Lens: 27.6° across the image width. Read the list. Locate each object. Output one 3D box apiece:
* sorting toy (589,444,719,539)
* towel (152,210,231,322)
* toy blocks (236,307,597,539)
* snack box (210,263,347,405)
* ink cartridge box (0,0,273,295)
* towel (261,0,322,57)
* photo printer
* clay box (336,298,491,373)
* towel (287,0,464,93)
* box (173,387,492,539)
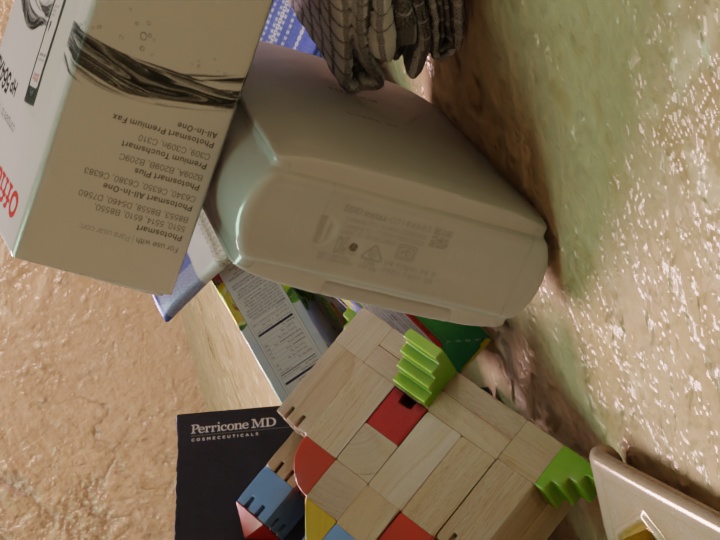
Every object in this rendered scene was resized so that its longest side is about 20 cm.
[{"bbox_3d":[0.151,0.185,0.622,0.200,0.036,0.187,-148,42,-73],"label":"sorting toy"},{"bbox_3d":[-0.085,-0.081,0.965,0.024,0.200,0.148,21,-147,-51],"label":"towel"},{"bbox_3d":[0.017,0.117,0.775,0.199,0.137,0.100,33,167,36],"label":"toy blocks"},{"bbox_3d":[-0.027,0.062,1.036,0.143,0.053,0.200,60,-173,13],"label":"snack box"},{"bbox_3d":[-0.114,-0.110,0.700,0.146,0.083,0.202,42,114,58],"label":"ink cartridge box"},{"bbox_3d":[-0.093,-0.161,0.949,0.199,0.024,0.146,32,102,34],"label":"towel"},{"bbox_3d":[-0.012,-0.055,0.756,0.070,0.165,0.200,-67,27,20],"label":"photo printer"},{"bbox_3d":[0.000,0.000,0.932,0.115,0.048,0.200,44,176,-18],"label":"clay box"},{"bbox_3d":[-0.008,-0.205,0.706,0.166,0.085,0.201,59,166,29],"label":"towel"},{"bbox_3d":[-0.008,0.178,0.860,0.105,0.197,0.184,86,180,-46],"label":"box"}]
